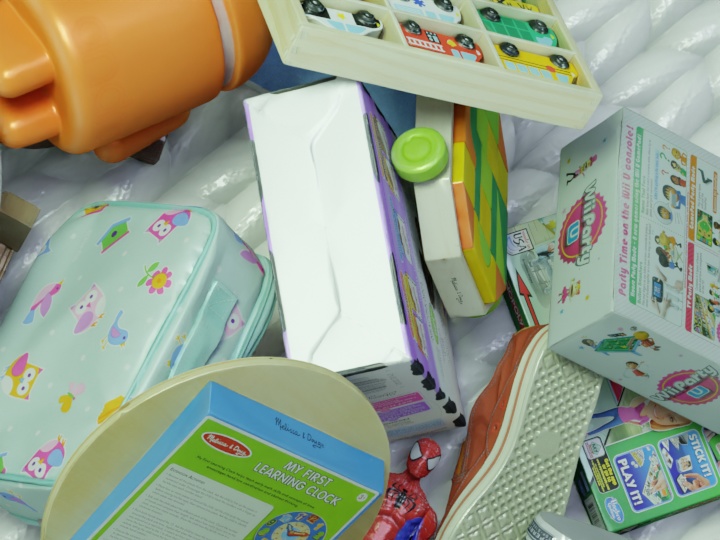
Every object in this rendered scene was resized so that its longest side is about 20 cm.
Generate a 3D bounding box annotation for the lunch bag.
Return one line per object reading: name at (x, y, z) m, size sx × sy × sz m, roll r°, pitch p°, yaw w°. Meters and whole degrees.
lunch bag at (-0.141, 0.059, 1.528) m, size 0.077 × 0.160 × 0.201 m, roll 44°, pitch 63°, yaw -38°

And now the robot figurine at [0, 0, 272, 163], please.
robot figurine at (-0.134, -0.140, 1.560) m, size 0.199 × 0.116 × 0.145 m, roll -24°, pitch 101°, yaw -21°

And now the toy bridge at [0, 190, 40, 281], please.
toy bridge at (-0.238, 0.050, 1.555) m, size 0.027 × 0.067 × 0.201 m, roll 25°, pitch 54°, yaw -10°

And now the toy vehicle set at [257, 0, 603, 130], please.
toy vehicle set at (0.033, -0.146, 1.529) m, size 0.199 × 0.027 × 0.125 m, roll 10°, pitch 37°, yaw -29°

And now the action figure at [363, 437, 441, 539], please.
action figure at (-0.004, 0.184, 1.579) m, size 0.065 × 0.052 × 0.201 m, roll 29°, pitch 67°, yaw 2°

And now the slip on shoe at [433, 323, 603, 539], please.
slip on shoe at (0.086, 0.124, 1.605) m, size 0.074 × 0.061 × 0.201 m, roll 23°, pitch 87°, yaw -26°

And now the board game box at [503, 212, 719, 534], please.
board game box at (0.174, 0.053, 1.666) m, size 0.134 × 0.029 × 0.201 m, roll -17°, pitch 77°, yaw -16°

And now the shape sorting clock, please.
shape sorting clock at (-0.078, 0.125, 1.452) m, size 0.199 × 0.201 × 0.039 m, roll -11°, pitch 44°, yaw -15°

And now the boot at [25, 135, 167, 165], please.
boot at (-0.195, -0.166, 1.650) m, size 0.165 × 0.072 × 0.202 m, roll 8°, pitch 69°, yaw -22°

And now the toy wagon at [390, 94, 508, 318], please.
toy wagon at (0.058, -0.074, 1.602) m, size 0.039 × 0.155 × 0.201 m, roll -6°, pitch 55°, yaw 14°

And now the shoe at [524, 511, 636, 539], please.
shoe at (0.170, 0.216, 1.597) m, size 0.199 × 0.071 × 0.091 m, roll 21°, pitch 101°, yaw -23°

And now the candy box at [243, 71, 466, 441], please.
candy box at (0.000, 0.000, 1.551) m, size 0.071 × 0.200 × 0.169 m, roll -13°, pitch 74°, yaw 8°

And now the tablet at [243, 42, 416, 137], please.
tablet at (-0.004, -0.152, 1.681) m, size 0.199 × 0.014 × 0.131 m, roll 29°, pitch 91°, yaw -2°

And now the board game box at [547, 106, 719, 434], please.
board game box at (0.211, 0.012, 1.618) m, size 0.199 × 0.064 × 0.148 m, roll 27°, pitch 52°, yaw -27°
